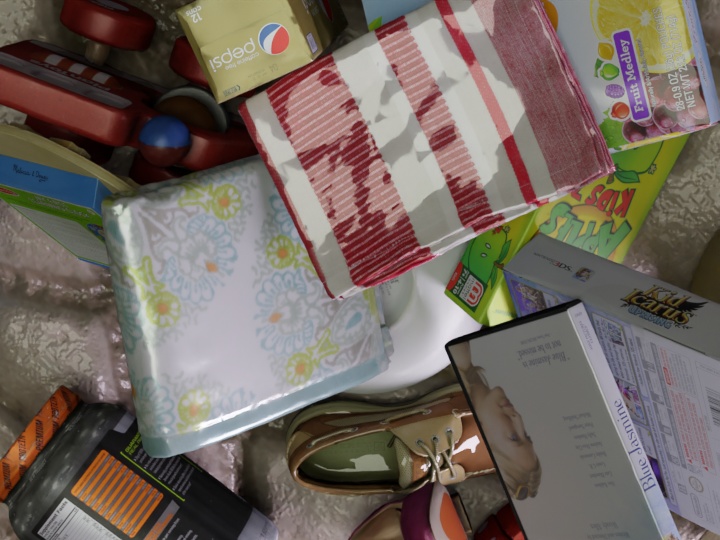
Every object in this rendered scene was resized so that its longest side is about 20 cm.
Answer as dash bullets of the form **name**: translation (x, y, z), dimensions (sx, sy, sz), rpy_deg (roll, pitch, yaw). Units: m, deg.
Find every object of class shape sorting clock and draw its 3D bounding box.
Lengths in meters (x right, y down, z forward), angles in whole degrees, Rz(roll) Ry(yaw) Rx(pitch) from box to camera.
- **shape sorting clock**: translation (-0.181, -0.041, 1.096), dimensions (0.200, 0.200, 0.039), rpy_deg (28, 76, -2)

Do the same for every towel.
- **towel**: translation (-0.070, 0.012, 1.037), dimensions (0.048, 0.200, 0.171), rpy_deg (7, 111, 51)
- **towel**: translation (0.039, -0.084, 0.978), dimensions (0.200, 0.023, 0.144), rpy_deg (-25, 90, 13)

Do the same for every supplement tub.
- **supplement tub**: translation (-0.171, 0.182, 1.174), dimensions (0.200, 0.123, 0.123), rpy_deg (38, 104, -4)

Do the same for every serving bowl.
- **serving bowl**: translation (0.000, 0.000, 1.142), dimensions (0.200, 0.066, 0.200), rpy_deg (1, 104, 4)

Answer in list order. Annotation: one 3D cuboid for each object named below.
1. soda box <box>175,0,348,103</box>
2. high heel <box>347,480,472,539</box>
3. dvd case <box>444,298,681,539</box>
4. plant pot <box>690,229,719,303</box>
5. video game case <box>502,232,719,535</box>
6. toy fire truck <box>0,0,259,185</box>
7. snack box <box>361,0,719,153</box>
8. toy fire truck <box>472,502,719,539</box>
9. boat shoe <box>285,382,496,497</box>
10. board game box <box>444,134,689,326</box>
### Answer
- **soda box**: translation (-0.060, -0.164, 1.037), dimensions (0.068, 0.200, 0.064), rpy_deg (-23, 101, 11)
- **high heel**: translation (0.027, 0.194, 1.119), dimensions (0.096, 0.200, 0.068), rpy_deg (-21, 79, 4)
- **dvd case**: translation (0.136, 0.126, 1.051), dimensions (0.018, 0.143, 0.200), rpy_deg (-23, 90, -33)
- **plant pot**: translation (0.326, 0.050, 1.049), dimensions (0.187, 0.200, 0.188), rpy_deg (1, 103, 3)
- **video game case**: translation (0.197, 0.083, 1.057), dimensions (0.045, 0.181, 0.200), rpy_deg (-44, 135, -24)
- **toy fire truck**: translation (-0.157, -0.108, 1.077), dimensions (0.200, 0.168, 0.112), rpy_deg (22, 105, 0)
- **snack box**: translation (0.111, -0.149, 1.006), dimensions (0.200, 0.068, 0.169), rpy_deg (-14, 91, 22)
- **toy fire truck**: translation (0.186, 0.222, 1.158), dimensions (0.176, 0.129, 0.200), rpy_deg (41, 92, -4)
- **boat shoe**: translation (0.042, 0.133, 1.162), dimensions (0.200, 0.074, 0.076), rpy_deg (-8, 110, 9)
- **board game box**: translation (0.149, -0.052, 1.096), dimensions (0.101, 0.048, 0.200), rpy_deg (13, 109, -39)
